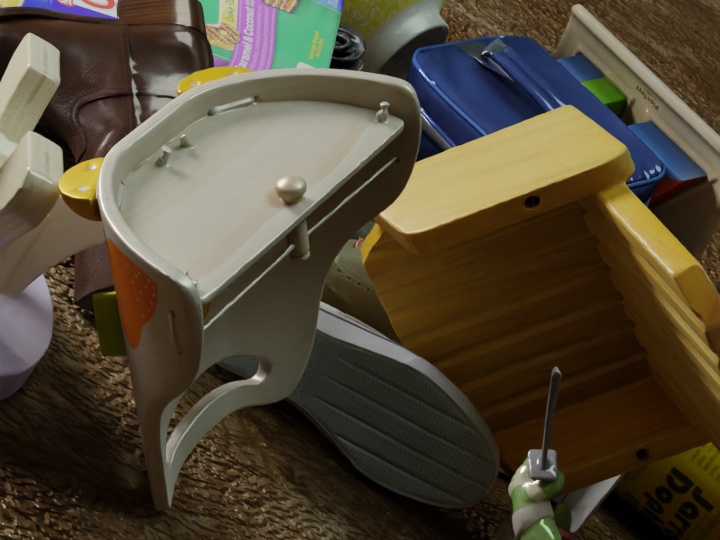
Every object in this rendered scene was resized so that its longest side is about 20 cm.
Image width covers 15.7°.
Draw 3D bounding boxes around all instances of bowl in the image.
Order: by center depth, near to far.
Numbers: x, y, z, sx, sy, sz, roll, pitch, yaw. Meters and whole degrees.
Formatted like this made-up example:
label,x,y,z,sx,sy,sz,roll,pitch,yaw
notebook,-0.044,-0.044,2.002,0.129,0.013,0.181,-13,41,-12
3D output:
label,x,y,z,sx,sy,sz,roll,pitch,yaw
bowl,0.000,-0.185,1.850,0.108,0.200,0.200,49,22,14

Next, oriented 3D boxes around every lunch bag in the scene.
label,x,y,z,sx,sy,sz,roll,pitch,yaw
lunch bag,0.105,-0.079,1.817,0.136,0.133,0.200,-15,51,-43

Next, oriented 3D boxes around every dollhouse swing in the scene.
label,x,y,z,sx,sy,sz,roll,pitch,yaw
dollhouse swing,0.113,0.051,1.382,0.176,0.181,0.200,-99,166,-54

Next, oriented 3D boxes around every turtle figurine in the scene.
label,x,y,z,sx,sy,sz,roll,pitch,yaw
turtle figurine,0.146,0.144,1.360,0.143,0.201,0.194,0,2,-9

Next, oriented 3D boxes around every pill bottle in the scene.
label,x,y,z,sx,sy,sz,roll,pitch,yaw
pill bottle,0.240,0.135,1.632,0.200,0.113,0.113,40,19,10

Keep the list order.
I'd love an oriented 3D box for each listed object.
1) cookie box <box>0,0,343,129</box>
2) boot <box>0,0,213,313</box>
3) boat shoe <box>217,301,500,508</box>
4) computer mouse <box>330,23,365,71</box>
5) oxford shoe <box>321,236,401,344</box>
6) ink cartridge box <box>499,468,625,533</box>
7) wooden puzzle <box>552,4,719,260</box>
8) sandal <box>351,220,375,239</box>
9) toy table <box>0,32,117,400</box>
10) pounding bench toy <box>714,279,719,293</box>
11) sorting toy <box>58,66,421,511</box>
label,x,y,z,sx,sy,sz,roll,pitch,yaw
cookie box,-0.120,-0.138,1.593,0.199,0.075,0.171,19,34,-6
boot,-0.160,-0.049,1.433,0.064,0.186,0.201,67,13,-63
boat shoe,-0.006,0.054,1.451,0.200,0.074,0.067,36,18,-3
computer mouse,-0.091,-0.124,1.701,0.138,0.053,0.200,29,37,6
oxford shoe,0.000,0.000,1.587,0.200,0.074,0.071,33,20,-9
ink cartridge box,0.121,0.058,1.597,0.067,0.117,0.200,28,20,-20
wooden puzzle,0.172,-0.061,1.881,0.046,0.200,0.185,-18,52,-37
sandal,-0.017,-0.051,1.681,0.082,0.055,0.200,15,16,-49
toy table,-0.184,-0.034,1.287,0.183,0.117,0.200,25,21,-31
pounding bench toy,0.303,0.033,1.909,0.124,0.156,0.200,26,21,-27
sorting toy,-0.066,0.017,1.250,0.106,0.181,0.200,20,38,24
